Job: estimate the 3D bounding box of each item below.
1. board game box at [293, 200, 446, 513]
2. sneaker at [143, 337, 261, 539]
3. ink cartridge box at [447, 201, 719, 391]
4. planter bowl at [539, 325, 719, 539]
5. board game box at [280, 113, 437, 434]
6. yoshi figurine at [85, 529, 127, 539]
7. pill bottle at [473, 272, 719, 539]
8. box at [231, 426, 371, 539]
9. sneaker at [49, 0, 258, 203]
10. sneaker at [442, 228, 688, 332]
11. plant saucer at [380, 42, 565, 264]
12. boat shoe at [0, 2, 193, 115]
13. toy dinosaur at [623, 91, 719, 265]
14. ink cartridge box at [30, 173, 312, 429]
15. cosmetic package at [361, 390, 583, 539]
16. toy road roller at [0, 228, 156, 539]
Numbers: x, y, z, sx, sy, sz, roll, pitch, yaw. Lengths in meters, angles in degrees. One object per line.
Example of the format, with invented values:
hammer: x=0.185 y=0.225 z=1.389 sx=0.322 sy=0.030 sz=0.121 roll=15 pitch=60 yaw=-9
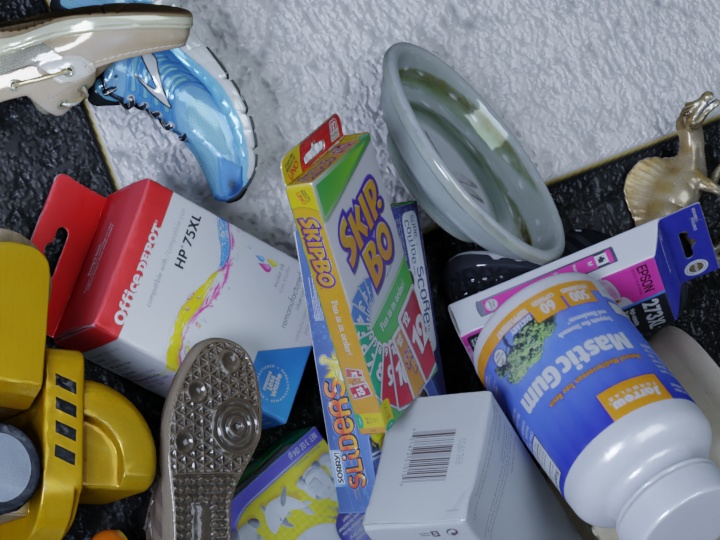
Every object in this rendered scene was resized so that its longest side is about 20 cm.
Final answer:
board game box: x=0.014 y=0.058 z=1.546 sx=0.135 sy=0.034 sz=0.200 roll=-18 pitch=100 yaw=-62
sneaker: x=-0.117 y=0.144 z=1.444 sx=0.070 sy=0.076 sz=0.200 roll=14 pitch=75 yaw=-29
ink cartridge box: x=0.170 y=0.022 z=1.613 sx=0.200 sy=0.095 sz=0.037 roll=-25 pitch=54 yaw=4
planter bowl: x=0.219 y=0.160 z=1.629 sx=0.135 sy=0.200 sz=0.200 roll=-27 pitch=95 yaw=-9
board game box: x=0.000 y=0.000 z=1.470 sx=0.096 sy=0.030 sz=0.200 roll=-46 pitch=122 yaw=-56
yoshi figurine: x=-0.226 y=0.241 z=1.376 sx=0.200 sy=0.112 sz=0.113 roll=-16 pitch=95 yaw=-30
pill bottle: x=0.172 y=0.105 z=1.509 sx=0.112 sy=0.112 sz=0.200 roll=-9 pitch=46 yaw=-33
box: x=-0.025 y=0.224 z=1.537 sx=0.117 sy=0.048 sz=0.200 roll=-41 pitch=104 yaw=-31
sneaker: x=-0.147 y=-0.128 z=1.531 sx=0.090 sy=0.078 sz=0.200 roll=-34 pitch=93 yaw=-17
sneaker: x=0.155 y=0.007 z=1.687 sx=0.200 sy=0.072 sz=0.083 roll=5 pitch=33 yaw=-14
plant saucer: x=0.071 y=-0.077 z=1.621 sx=0.200 sy=0.050 sz=0.200 roll=44 pitch=22 yaw=-23
boat shoe: x=-0.208 y=-0.137 z=1.457 sx=0.200 sy=0.072 sz=0.065 roll=-10 pitch=102 yaw=-6
toy dinosaur: x=0.255 y=-0.043 z=1.771 sx=0.101 sy=0.058 sz=0.200 roll=29 pitch=78 yaw=-6
ink cartridge box: x=-0.130 y=0.018 z=1.500 sx=0.200 sy=0.067 sz=0.116 roll=29 pitch=66 yaw=-25
cosmetic package: x=0.084 y=0.187 z=1.532 sx=0.200 sy=0.081 sz=0.113 roll=60 pitch=34 yaw=-41
toy road roller: x=-0.211 y=0.083 z=1.401 sx=0.146 sy=0.123 sz=0.200 roll=8 pitch=73 yaw=-30
